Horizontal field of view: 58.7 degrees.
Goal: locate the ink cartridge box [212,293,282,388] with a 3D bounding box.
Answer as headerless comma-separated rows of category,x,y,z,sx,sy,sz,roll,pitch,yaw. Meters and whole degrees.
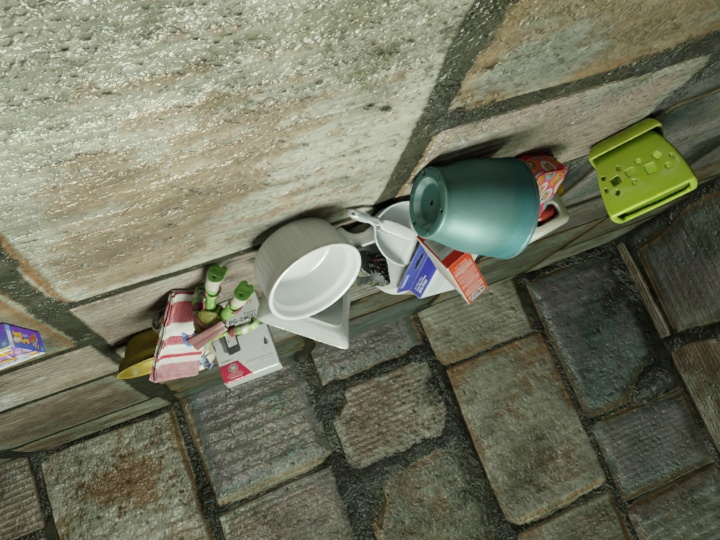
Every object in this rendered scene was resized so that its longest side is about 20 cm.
ink cartridge box,-0.296,0.170,1.595,0.145,0.200,0.083,-20,165,-7

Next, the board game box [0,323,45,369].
board game box,-0.709,0.161,1.170,0.200,0.045,0.134,-21,169,-5

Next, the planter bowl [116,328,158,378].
planter bowl,-0.514,0.194,1.586,0.200,0.084,0.200,-22,168,-5

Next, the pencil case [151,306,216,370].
pencil case,-0.402,0.158,1.463,0.078,0.090,0.200,-1,144,15

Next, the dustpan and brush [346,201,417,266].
dustpan and brush,0.050,-0.093,1.311,0.200,0.140,0.057,18,-173,-26

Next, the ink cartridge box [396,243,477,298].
ink cartridge box,0.201,-0.021,1.527,0.200,0.041,0.200,-12,139,-39

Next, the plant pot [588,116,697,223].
plant pot,0.660,-0.239,1.519,0.200,0.182,0.199,-27,167,25

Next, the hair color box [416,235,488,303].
hair color box,0.203,-0.016,1.394,0.064,0.111,0.200,-41,148,0

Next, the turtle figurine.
turtle figurine,-0.278,0.066,1.336,0.200,0.144,0.194,-14,151,-36

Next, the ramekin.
ramekin,-0.108,-0.007,1.234,0.200,0.098,0.201,-27,148,-19

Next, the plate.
plate,-0.109,0.063,1.349,0.199,0.200,0.032,20,123,-13

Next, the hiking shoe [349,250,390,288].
hiking shoe,0.000,0.000,1.424,0.100,0.076,0.200,-14,164,19

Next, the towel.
towel,-0.379,0.140,1.385,0.023,0.200,0.144,17,-173,25

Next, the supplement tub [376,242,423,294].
supplement tub,0.108,-0.011,1.636,0.145,0.146,0.200,-27,168,22

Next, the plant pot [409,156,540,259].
plant pot,0.203,-0.122,1.222,0.188,0.201,0.200,0,160,-26

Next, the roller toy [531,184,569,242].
roller toy,0.416,-0.144,1.609,0.200,0.140,0.182,-31,176,30

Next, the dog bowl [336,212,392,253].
dog bowl,0.008,-0.063,1.434,0.200,0.059,0.200,-21,168,-5

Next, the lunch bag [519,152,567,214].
lunch bag,0.374,-0.165,1.430,0.176,0.082,0.200,-15,142,-43
